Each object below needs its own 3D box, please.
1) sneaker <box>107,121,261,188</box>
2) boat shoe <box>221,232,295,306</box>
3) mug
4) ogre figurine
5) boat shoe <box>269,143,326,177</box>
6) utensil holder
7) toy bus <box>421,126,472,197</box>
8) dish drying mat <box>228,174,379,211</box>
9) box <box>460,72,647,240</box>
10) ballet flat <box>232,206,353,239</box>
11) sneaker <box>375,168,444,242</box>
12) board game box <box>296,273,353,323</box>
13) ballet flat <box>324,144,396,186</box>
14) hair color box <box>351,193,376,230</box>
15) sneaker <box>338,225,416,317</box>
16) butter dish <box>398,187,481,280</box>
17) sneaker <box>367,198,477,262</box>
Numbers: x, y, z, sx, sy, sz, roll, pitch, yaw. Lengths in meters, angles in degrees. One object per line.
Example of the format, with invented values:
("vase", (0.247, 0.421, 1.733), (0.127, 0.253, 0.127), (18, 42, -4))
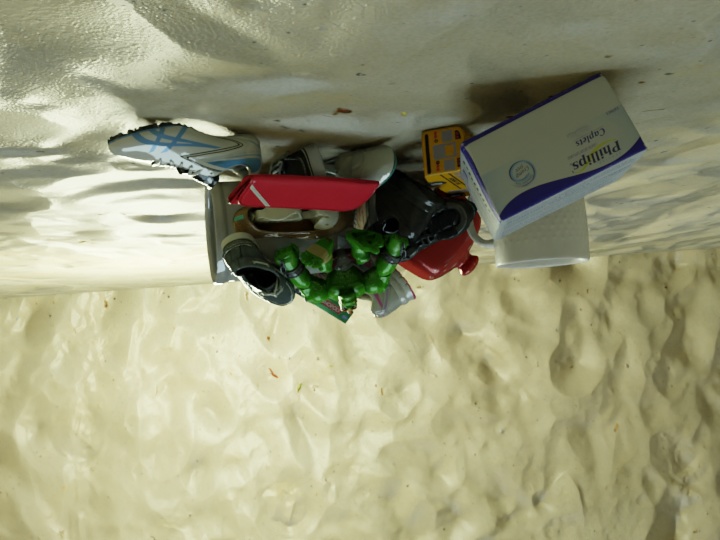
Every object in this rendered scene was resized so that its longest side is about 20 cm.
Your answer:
("sneaker", (-0.215, -0.143, 1.032), (0.198, 0.073, 0.072), (1, 175, -31))
("boat shoe", (-0.154, 0.016, 1.281), (0.072, 0.062, 0.200), (-25, 146, 7))
("mug", (0.259, -0.096, 1.312), (0.199, 0.177, 0.147), (-6, 174, 31))
("ogre figurine", (-0.024, -0.002, 1.294), (0.199, 0.098, 0.120), (-24, 138, -14))
("boat shoe", (-0.099, -0.135, 1.187), (0.068, 0.074, 0.199), (-17, -172, -16))
("utensil holder", (-0.151, -0.070, 1.366), (0.198, 0.172, 0.170), (-5, 175, -15))
("toy bus", (0.141, -0.155, 1.201), (0.078, 0.066, 0.200), (-7, 173, 21))
("dish drying mat", (-0.074, -0.104, 1.109), (0.199, 0.018, 0.077), (0, 154, -34))
("box", (0.225, -0.131, 1.009), (0.183, 0.106, 0.200), (-27, 173, 4))
("ballet flat", (-0.095, -0.084, 1.258), (0.198, 0.068, 0.072), (-3, 169, -20))
("sneaker", (0.049, -0.106, 1.251), (0.075, 0.091, 0.200), (22, -169, -25))
("board game box", (-0.099, 0.013, 1.512), (0.134, 0.029, 0.200), (34, -171, -30))
("ballet flat", (-0.022, -0.145, 1.217), (0.069, 0.070, 0.200), (-1, 178, -29))
("hair color box", (0.026, -0.105, 1.457), (0.060, 0.100, 0.200), (-1, 174, -10))
("sneaker", (0.000, 0.000, 1.396), (0.088, 0.200, 0.081), (-42, 158, -3))
("butter dish", (0.147, -0.051, 1.463), (0.200, 0.148, 0.200), (-48, -177, -7))
("sneaker", (0.098, -0.066, 1.311), (0.199, 0.076, 0.079), (-15, -170, 33))
